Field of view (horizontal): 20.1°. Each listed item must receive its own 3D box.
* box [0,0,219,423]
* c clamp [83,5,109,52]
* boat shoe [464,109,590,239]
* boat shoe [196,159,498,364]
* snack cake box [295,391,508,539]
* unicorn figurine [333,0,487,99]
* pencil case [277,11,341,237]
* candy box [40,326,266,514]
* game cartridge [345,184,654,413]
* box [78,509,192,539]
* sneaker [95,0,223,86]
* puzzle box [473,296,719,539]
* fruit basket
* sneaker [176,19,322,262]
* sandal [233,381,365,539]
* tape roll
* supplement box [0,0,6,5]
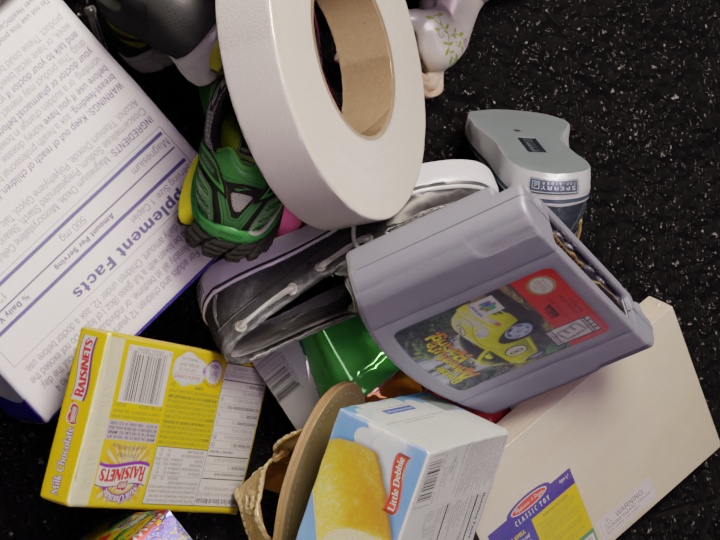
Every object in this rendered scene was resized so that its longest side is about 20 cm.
[{"bbox_3d":[-0.203,-0.039,1.230,0.184,0.105,0.200,-45,102,-19],"label":"box"},{"bbox_3d":[-0.221,-0.052,1.295,0.200,0.027,0.171,-28,97,-21],"label":"c clamp"},{"bbox_3d":[0.104,-0.046,1.327,0.071,0.200,0.091,4,108,-4],"label":"boat shoe"},{"bbox_3d":[-0.001,-0.002,1.240,0.199,0.074,0.068,-21,50,-7],"label":"boat shoe"},{"bbox_3d":[0.011,0.181,1.242,0.067,0.115,0.200,24,103,25],"label":"snack cake box"},{"bbox_3d":[0.066,-0.204,1.387,0.137,0.074,0.200,32,89,-19],"label":"unicorn figurine"},{"bbox_3d":[-0.047,-0.105,1.318,0.091,0.094,0.200,-17,87,-11],"label":"pencil case"},{"bbox_3d":[-0.119,0.094,1.227,0.026,0.200,0.102,15,89,26],"label":"candy box"},{"bbox_3d":[0.080,0.024,1.211,0.200,0.133,0.041,40,35,-51],"label":"game cartridge"},{"bbox_3d":[-0.171,0.249,1.180,0.200,0.193,0.122,-38,95,-19],"label":"box"},{"bbox_3d":[-0.125,-0.170,1.229,0.085,0.200,0.074,42,82,-25],"label":"sneaker"},{"bbox_3d":[0.149,0.126,1.354,0.200,0.025,0.133,-37,126,-19],"label":"puzzle box"},{"bbox_3d":[0.043,0.078,1.340,0.185,0.094,0.200,-38,111,-18],"label":"fruit basket"},{"bbox_3d":[-0.054,-0.103,1.206,0.078,0.085,0.200,15,51,-12],"label":"sneaker"},{"bbox_3d":[-0.053,0.161,1.282,0.078,0.070,0.212,-18,121,-52],"label":"sandal"},{"bbox_3d":[-0.019,-0.124,1.170,0.037,0.203,0.203,-10,85,25],"label":"tape roll"},{"bbox_3d":[-0.201,-0.245,1.285,0.200,0.074,0.126,-17,72,-19],"label":"supplement box"}]
